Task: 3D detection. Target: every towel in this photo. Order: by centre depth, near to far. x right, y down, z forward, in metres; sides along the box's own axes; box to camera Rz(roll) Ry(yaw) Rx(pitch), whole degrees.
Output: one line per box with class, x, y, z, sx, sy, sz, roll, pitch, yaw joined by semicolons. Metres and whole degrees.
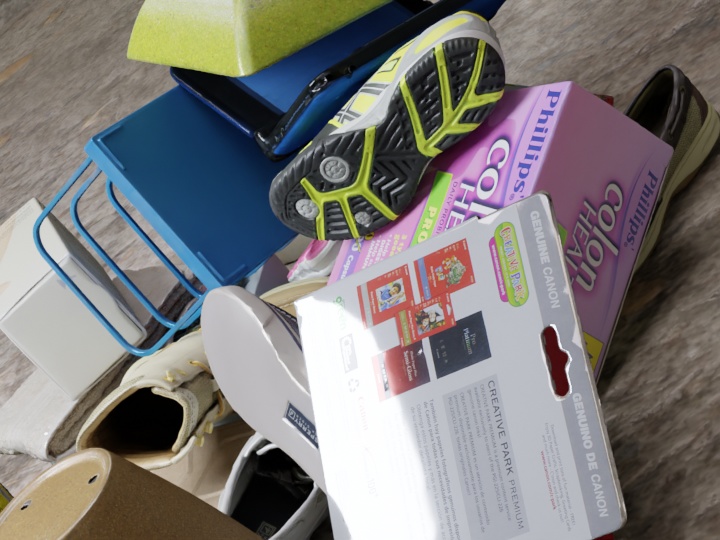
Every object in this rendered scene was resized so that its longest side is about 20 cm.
towel;-0.210;0.073;1.478;0.200;0.035;0.132;-51;24;-24

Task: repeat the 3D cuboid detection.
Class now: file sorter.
file sorter;-0.123;-0.048;1.373;0.123;0.139;0.200;-44;-2;39

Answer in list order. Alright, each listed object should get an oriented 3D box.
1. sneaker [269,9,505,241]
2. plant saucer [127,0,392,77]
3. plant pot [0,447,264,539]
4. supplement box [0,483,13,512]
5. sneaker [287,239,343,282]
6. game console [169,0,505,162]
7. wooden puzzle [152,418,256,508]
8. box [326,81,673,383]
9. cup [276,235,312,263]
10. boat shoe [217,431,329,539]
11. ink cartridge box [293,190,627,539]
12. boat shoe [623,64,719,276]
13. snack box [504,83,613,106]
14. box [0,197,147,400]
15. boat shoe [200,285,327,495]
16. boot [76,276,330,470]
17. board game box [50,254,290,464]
sneaker;0.021;-0.092;1.216;0.200;0.075;0.077;-36;21;27
plant saucer;-0.057;-0.211;1.349;0.199;0.048;0.200;-31;24;-23
plant pot;-0.114;0.200;1.043;0.186;0.200;0.187;-32;22;15
supplement box;-0.315;0.218;1.423;0.109;0.110;0.200;-41;23;-6
sneaker;0.000;0.000;1.421;0.074;0.087;0.200;-54;2;-6
game console;-0.012;-0.177;1.319;0.200;0.119;0.171;-34;-5;-28
wooden puzzle;-0.121;0.181;1.294;0.199;0.046;0.186;-13;33;36
box;0.081;-0.015;1.211;0.200;0.096;0.177;-1;64;56
cup;-0.063;-0.124;1.644;0.200;0.143;0.201;-32;23;15
boat shoe;-0.049;0.129;1.207;0.200;0.072;0.066;-56;-16;-42
ink cartridge box;0.068;0.083;1.017;0.175;0.084;0.201;-25;61;28
boat shoe;0.174;-0.057;1.261;0.073;0.065;0.200;-5;43;48
snack box;0.079;-0.118;1.434;0.142;0.053;0.200;1;4;-30
box;-0.241;0.019;1.463;0.078;0.095;0.200;-42;21;-3
boat shoe;-0.015;0.076;1.184;0.092;0.075;0.200;-11;45;-40
boot;-0.095;0.073;1.296;0.199;0.073;0.155;-21;7;12
board game box;-0.145;0.083;1.484;0.199;0.064;0.148;-28;25;25
